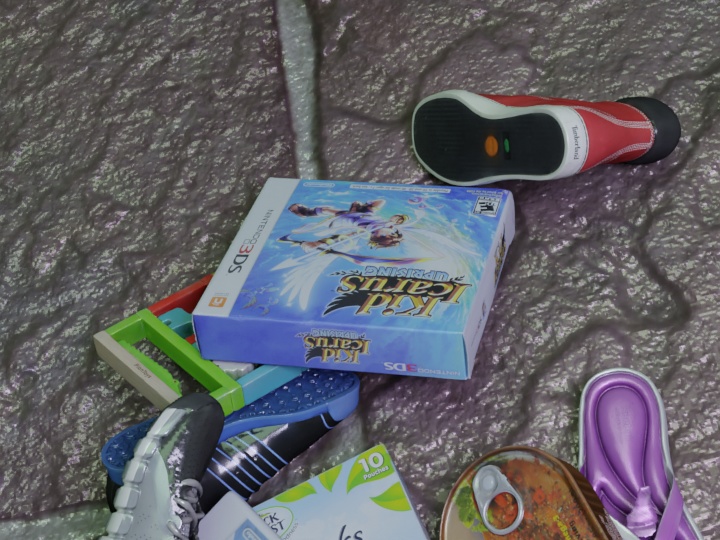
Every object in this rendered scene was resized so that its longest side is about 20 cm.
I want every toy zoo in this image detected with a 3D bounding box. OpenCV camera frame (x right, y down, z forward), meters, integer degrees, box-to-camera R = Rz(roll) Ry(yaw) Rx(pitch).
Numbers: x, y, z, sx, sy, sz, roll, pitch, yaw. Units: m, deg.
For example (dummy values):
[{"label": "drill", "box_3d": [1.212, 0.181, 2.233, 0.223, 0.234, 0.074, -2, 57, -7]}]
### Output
[{"label": "toy zoo", "box_3d": [-0.081, 0.040, 1.093, 0.200, 0.021, 0.131, -29, 41, -28]}]

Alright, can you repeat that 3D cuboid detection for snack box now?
[{"label": "snack box", "box_3d": [-0.042, 0.225, 0.984, 0.199, 0.053, 0.143, -27, 54, 1]}]

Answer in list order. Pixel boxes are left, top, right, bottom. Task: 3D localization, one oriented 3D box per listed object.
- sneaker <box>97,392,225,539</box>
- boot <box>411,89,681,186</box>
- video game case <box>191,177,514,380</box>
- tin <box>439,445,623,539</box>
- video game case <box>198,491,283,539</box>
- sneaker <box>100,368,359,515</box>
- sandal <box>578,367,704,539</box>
[{"label": "sneaker", "box_3d": [-0.110, 0.186, 0.937, 0.115, 0.075, 0.201, 23, 81, 27]}, {"label": "boot", "box_3d": [0.145, -0.107, 1.137, 0.144, 0.073, 0.200, -10, 14, -35]}, {"label": "video game case", "box_3d": [0.000, 0.000, 1.074, 0.199, 0.046, 0.182, 3, 37, 16]}, {"label": "tin", "box_3d": [0.123, 0.206, 0.934, 0.112, 0.042, 0.200, -39, 54, 16]}, {"label": "video game case", "box_3d": [-0.084, 0.267, 0.927, 0.182, 0.022, 0.200, -46, 56, -8]}, {"label": "sneaker", "box_3d": [-0.089, 0.131, 1.055, 0.199, 0.078, 0.070, -18, 32, -21]}, {"label": "sandal", "box_3d": [0.178, 0.152, 0.965, 0.082, 0.050, 0.203, -15, 56, 8]}]
